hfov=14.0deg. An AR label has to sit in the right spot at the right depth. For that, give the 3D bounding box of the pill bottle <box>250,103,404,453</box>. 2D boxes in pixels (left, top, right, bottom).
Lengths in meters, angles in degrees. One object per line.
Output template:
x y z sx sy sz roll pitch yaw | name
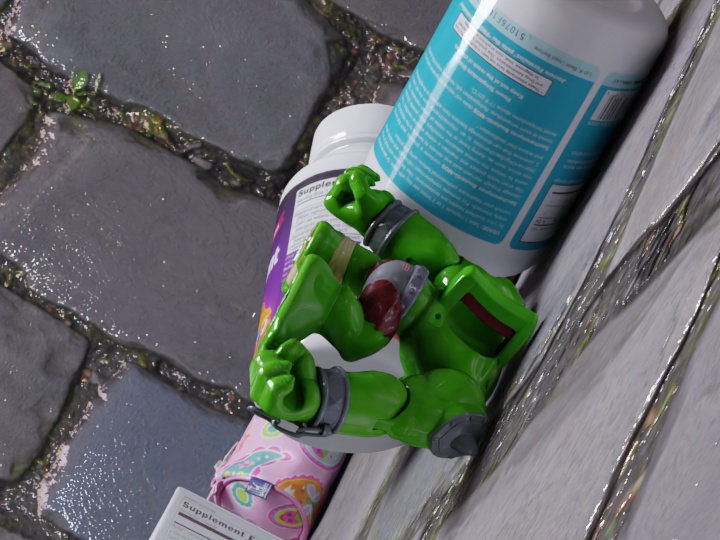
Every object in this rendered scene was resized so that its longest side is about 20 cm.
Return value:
0.000 0.000 1.768 0.111 0.111 0.200 121 162 -49 | pill bottle

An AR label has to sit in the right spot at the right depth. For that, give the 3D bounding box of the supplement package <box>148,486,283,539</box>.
-0.114 0.254 1.802 0.114 0.109 0.200 -59 4 46 | supplement package

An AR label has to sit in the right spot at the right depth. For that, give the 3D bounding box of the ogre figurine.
0.018 0.029 1.467 0.098 0.120 0.200 -62 3 14 | ogre figurine

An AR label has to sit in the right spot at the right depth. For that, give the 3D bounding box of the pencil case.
-0.043 0.111 2.193 0.200 0.087 0.087 -63 3 -36 | pencil case

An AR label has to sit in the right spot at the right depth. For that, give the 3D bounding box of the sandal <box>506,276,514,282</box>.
0.078 -0.038 1.713 0.200 0.054 0.082 -63 3 -18 | sandal

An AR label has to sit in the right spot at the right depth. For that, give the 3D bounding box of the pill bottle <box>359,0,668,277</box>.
0.073 -0.074 1.575 0.200 0.111 0.111 -60 3 23 | pill bottle
